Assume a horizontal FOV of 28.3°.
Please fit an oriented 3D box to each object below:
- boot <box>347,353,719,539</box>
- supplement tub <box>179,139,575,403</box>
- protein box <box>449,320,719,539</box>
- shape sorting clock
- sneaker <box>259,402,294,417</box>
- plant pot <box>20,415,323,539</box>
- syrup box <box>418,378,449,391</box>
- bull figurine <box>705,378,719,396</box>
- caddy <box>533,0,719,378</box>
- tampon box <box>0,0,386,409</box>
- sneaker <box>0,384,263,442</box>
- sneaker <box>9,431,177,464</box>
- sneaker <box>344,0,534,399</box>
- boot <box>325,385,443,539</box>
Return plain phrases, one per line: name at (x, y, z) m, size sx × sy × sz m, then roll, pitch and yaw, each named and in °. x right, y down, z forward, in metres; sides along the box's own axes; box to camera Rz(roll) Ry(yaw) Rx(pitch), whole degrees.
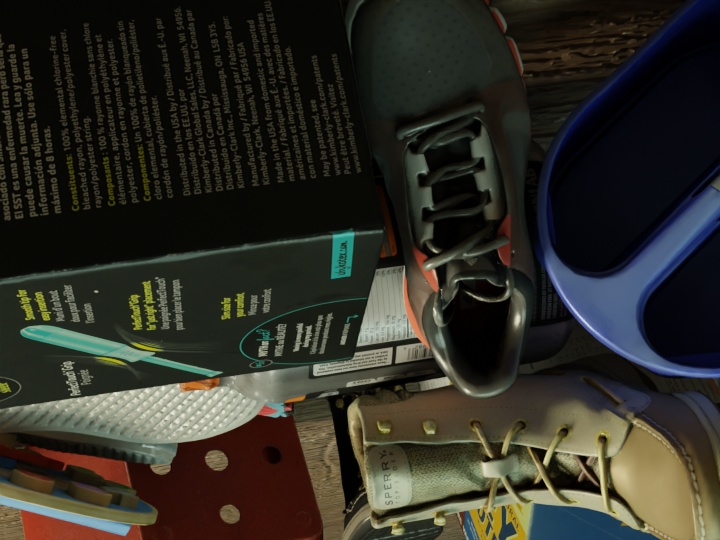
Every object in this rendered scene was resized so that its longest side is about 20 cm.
boot at (0.079, 0.091, 0.668) m, size 0.155 × 0.072 × 0.200 m, roll -6°, pitch -169°, yaw -11°
supplement tub at (0.000, 0.000, 0.731) m, size 0.200 × 0.123 × 0.123 m, roll -7°, pitch 160°, yaw -10°
protein box at (0.169, 0.110, 0.881) m, size 0.200 × 0.135 × 0.199 m, roll -13°, pitch 141°, yaw -9°
shape sorting clock at (-0.216, 0.116, 0.850) m, size 0.200 × 0.039 × 0.200 m, roll 15°, pitch 170°, yaw 3°
sneaker at (-0.093, 0.060, 0.906) m, size 0.095 × 0.079 × 0.200 m, roll -9°, pitch 160°, yaw -3°
plant pot at (-0.133, 0.180, 1.067) m, size 0.200 × 0.200 × 0.176 m, roll -2°, pitch 147°, yaw -26°
syrup box at (0.118, 0.059, 1.016) m, size 0.079 × 0.081 × 0.200 m, roll -3°, pitch 156°, yaw -25°
bull figurine at (0.209, 0.033, 0.727) m, size 0.121 × 0.200 × 0.065 m, roll -3°, pitch 136°, yaw -25°
caddy at (0.167, -0.041, 0.634) m, size 0.200 × 0.141 × 0.105 m, roll -44°, pitch 171°, yaw -7°
tampon box at (-0.104, -0.031, 0.581) m, size 0.200 × 0.126 × 0.150 m, roll -8°, pitch 159°, yaw -9°
sneaker at (-0.153, 0.043, 0.798) m, size 0.200 × 0.082 × 0.074 m, roll 5°, pitch 136°, yaw -10°
sneaker at (-0.188, 0.070, 0.899) m, size 0.200 × 0.082 × 0.074 m, roll 6°, pitch 162°, yaw 28°
sneaker at (0.045, -0.033, 0.605) m, size 0.077 × 0.082 × 0.200 m, roll -15°, pitch 120°, yaw 2°
boot at (0.014, 0.133, 1.056) m, size 0.073 × 0.151 × 0.200 m, roll -12°, pitch 161°, yaw 2°
